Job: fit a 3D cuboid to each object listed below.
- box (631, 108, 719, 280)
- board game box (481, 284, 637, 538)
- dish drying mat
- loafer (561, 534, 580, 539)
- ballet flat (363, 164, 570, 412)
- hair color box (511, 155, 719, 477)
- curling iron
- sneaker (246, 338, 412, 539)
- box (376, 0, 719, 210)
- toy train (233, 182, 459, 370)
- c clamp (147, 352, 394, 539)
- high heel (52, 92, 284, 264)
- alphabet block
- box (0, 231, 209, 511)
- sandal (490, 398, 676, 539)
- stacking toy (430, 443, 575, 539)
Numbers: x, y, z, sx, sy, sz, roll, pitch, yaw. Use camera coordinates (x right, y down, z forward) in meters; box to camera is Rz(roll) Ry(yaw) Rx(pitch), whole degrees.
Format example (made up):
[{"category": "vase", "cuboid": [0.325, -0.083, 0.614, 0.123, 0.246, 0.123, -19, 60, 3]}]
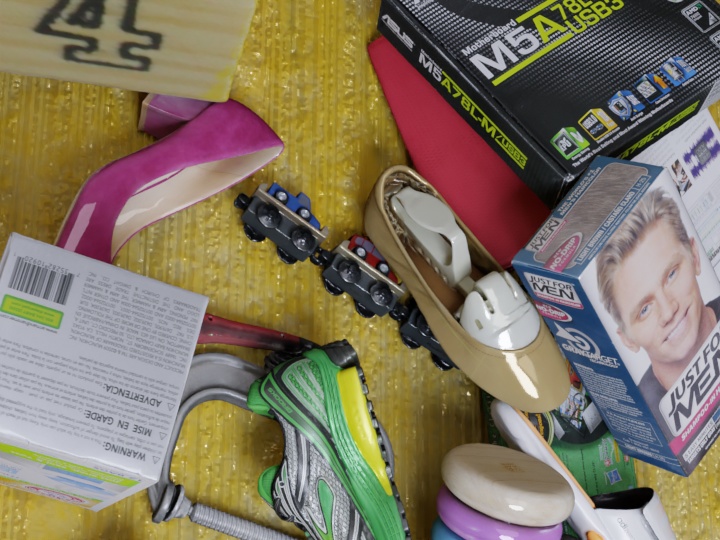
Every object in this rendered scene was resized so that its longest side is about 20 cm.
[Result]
[{"category": "box", "cuboid": [0.229, -0.036, 0.986, 0.144, 0.036, 0.201, -42, 109, -26]}, {"category": "board game box", "cuboid": [0.139, 0.108, 0.938, 0.104, 0.023, 0.202, -6, 86, -22]}, {"category": "dish drying mat", "cuboid": [0.073, -0.091, 0.959, 0.076, 0.018, 0.201, -24, 75, 7]}, {"category": "loafer", "cuboid": [0.140, 0.280, 0.884, 0.071, 0.073, 0.201, -16, 84, -11]}, {"category": "ballet flat", "cuboid": [0.067, 0.009, 0.883, 0.068, 0.063, 0.200, -31, 64, -23]}, {"category": "hair color box", "cuboid": [0.186, 0.033, 0.879, 0.100, 0.060, 0.200, -49, 126, -20]}, {"category": "curling iron", "cuboid": [-0.103, 0.038, 0.858, 0.199, 0.050, 0.026, 19, 101, -28]}, {"category": "sneaker", "cuboid": [-0.017, 0.151, 0.845, 0.085, 0.078, 0.201, -17, 81, -4]}, {"category": "box", "cuboid": [0.146, -0.164, 0.940, 0.199, 0.048, 0.193, -32, 71, -22]}, {"category": "toy train", "cuboid": [0.000, 0.000, 0.927, 0.199, 0.034, 0.046, 35, 55, -11]}, {"category": "c clamp", "cuboid": [-0.057, 0.150, 0.870, 0.199, 0.027, 0.172, 28, 68, -11]}, {"category": "high heel", "cuboid": [-0.130, -0.038, 0.877, 0.095, 0.067, 0.201, 27, 55, 0]}, {"category": "alphabet block", "cuboid": [-0.161, -0.242, 0.832, 0.198, 0.197, 0.197, 5, 66, -13]}, {"category": "box", "cuboid": [-0.170, 0.066, 0.759, 0.112, 0.200, 0.102, 19, 70, -15]}, {"category": "sandal", "cuboid": [0.167, 0.156, 0.885, 0.059, 0.079, 0.207, -37, 95, -4]}, {"category": "stacking toy", "cuboid": [0.066, 0.215, 0.837, 0.085, 0.085, 0.201, 12, 103, -16]}]
